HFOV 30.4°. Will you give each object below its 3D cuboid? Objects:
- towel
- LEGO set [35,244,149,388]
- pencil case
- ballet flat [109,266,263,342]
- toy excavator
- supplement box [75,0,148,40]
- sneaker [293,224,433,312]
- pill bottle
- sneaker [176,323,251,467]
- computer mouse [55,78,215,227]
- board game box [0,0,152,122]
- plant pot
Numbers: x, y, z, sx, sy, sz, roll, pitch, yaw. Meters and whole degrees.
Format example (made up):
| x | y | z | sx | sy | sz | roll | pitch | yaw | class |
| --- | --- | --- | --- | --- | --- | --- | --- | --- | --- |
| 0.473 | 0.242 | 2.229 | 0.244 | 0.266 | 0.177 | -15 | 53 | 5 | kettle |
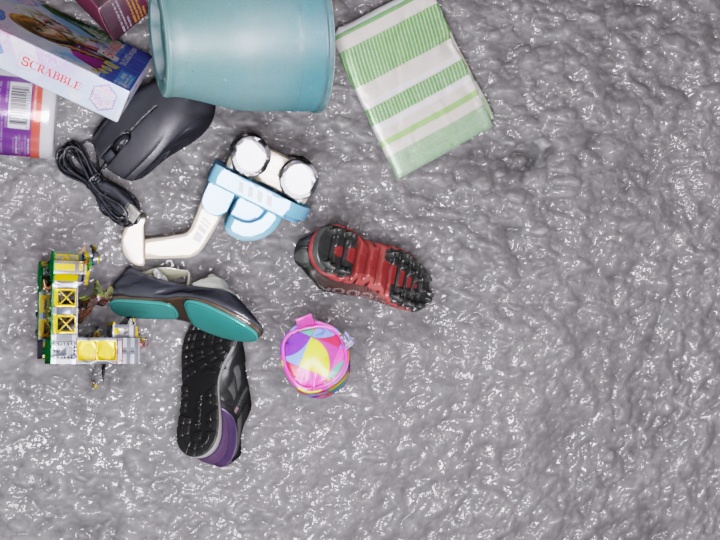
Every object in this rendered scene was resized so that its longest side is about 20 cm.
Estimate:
| x | y | z | sx | sy | sz | roll | pitch | yaw | class |
| --- | --- | --- | --- | --- | --- | --- | --- | --- | --- |
| 0.066 | -0.240 | 1.668 | 0.152 | 0.023 | 0.201 | -28 | 98 | -10 | towel |
| -0.302 | 0.047 | 1.510 | 0.115 | 0.200 | 0.156 | 2 | 77 | -20 | LEGO set |
| -0.051 | 0.104 | 1.557 | 0.087 | 0.200 | 0.089 | 0 | 80 | -1 | pencil case |
| -0.201 | 0.031 | 1.566 | 0.198 | 0.073 | 0.074 | 10 | 89 | 15 | ballet flat |
| -0.167 | -0.071 | 1.589 | 0.193 | 0.100 | 0.202 | 25 | 94 | -10 | toy excavator |
| -0.255 | -0.383 | 1.547 | 0.200 | 0.086 | 0.110 | -42 | 78 | -9 | supplement box |
| 0.000 | 0.000 | 1.633 | 0.199 | 0.097 | 0.072 | 23 | 73 | -35 | sneaker |
| -0.447 | -0.191 | 1.509 | 0.198 | 0.111 | 0.113 | 5 | 90 | -12 | pill bottle |
| -0.169 | 0.137 | 1.606 | 0.075 | 0.087 | 0.202 | -2 | 69 | 28 | sneaker |
| -0.254 | -0.161 | 1.565 | 0.138 | 0.053 | 0.200 | 42 | 78 | 15 | computer mouse |
| -0.342 | -0.248 | 1.484 | 0.198 | 0.200 | 0.041 | 24 | 107 | -11 | board game box |
| -0.144 | -0.275 | 1.524 | 0.186 | 0.200 | 0.202 | -7 | 92 | -15 | plant pot |
